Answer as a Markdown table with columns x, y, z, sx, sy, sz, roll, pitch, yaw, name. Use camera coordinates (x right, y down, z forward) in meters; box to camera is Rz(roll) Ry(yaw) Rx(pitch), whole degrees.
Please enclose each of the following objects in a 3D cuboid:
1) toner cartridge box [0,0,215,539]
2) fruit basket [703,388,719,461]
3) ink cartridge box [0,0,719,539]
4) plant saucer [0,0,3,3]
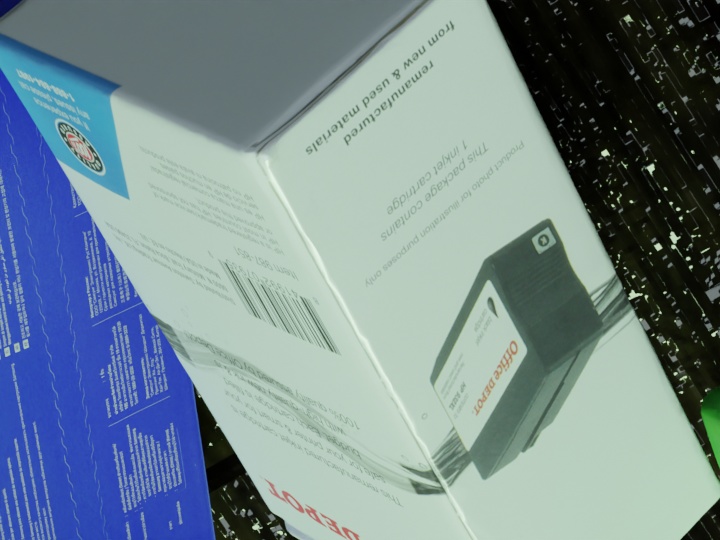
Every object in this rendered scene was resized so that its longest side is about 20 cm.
| x | y | z | sx | sy | sz | roll | pitch | yaw | name |
| --- | --- | --- | --- | --- | --- | --- | --- | --- | --- |
| -0.105 | 0.018 | 0.872 | 0.043 | 0.095 | 0.201 | 27 | 132 | 47 | toner cartridge box |
| 0.214 | 0.097 | 0.795 | 0.155 | 0.215 | 0.216 | -26 | 106 | -19 | fruit basket |
| 0.000 | 0.000 | 0.800 | 0.084 | 0.145 | 0.200 | -42 | 126 | -19 | ink cartridge box |
| -0.208 | -0.093 | 0.866 | 0.199 | 0.037 | 0.201 | 0 | 89 | 5 | plant saucer |
